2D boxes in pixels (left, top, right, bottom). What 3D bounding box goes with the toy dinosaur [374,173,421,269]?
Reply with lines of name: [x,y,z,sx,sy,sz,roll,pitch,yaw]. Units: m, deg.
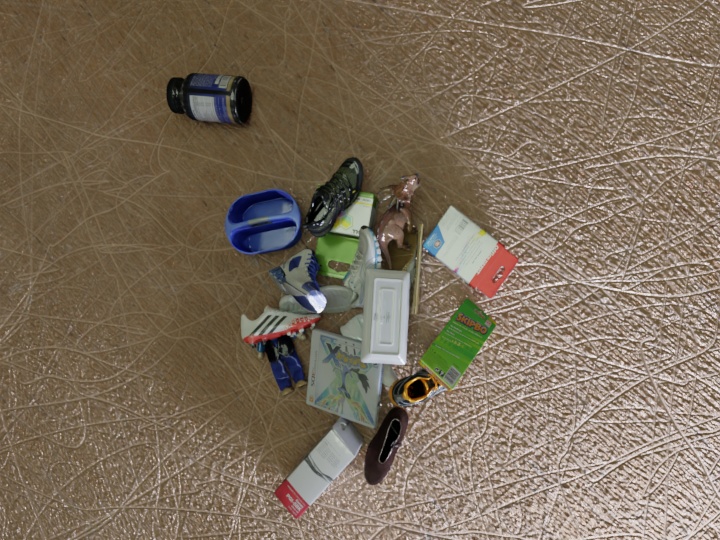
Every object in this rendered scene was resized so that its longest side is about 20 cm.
toy dinosaur: [0.072,-0.115,1.241,0.083,0.136,0.205,15,72,29]

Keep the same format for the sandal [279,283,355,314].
sandal: [-0.103,0.062,1.328,0.194,0.084,0.051,-6,43,4]

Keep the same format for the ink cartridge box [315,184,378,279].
ink cartridge box: [-0.044,-0.087,1.314,0.142,0.076,0.208,9,88,11]

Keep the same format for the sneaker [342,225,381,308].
sneaker: [0.000,0.000,1.250,0.083,0.075,0.208,-10,115,-17]

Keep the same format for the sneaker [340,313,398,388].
sneaker: [0.037,0.191,1.290,0.080,0.070,0.202,-40,81,3]

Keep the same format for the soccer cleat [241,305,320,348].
soccer cleat: [-0.191,0.120,1.303,0.193,0.069,0.088,-15,79,-10]

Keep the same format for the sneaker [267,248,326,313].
sneaker: [-0.131,0.008,1.276,0.115,0.082,0.197,-44,39,-14]

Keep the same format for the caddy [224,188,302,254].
caddy: [-0.233,-0.117,1.334,0.192,0.105,0.147,-11,86,9]

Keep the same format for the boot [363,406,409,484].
boot: [0.048,0.406,1.226,0.070,0.166,0.206,24,91,10]

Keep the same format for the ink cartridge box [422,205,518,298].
ink cartridge box: [0.253,-0.040,1.262,0.198,0.067,0.118,39,95,10]

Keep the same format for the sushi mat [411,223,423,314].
sushi mat: [0.134,-0.005,1.267,0.012,0.096,0.209,4,88,10]

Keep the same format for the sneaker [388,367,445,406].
sneaker: [0.159,0.252,1.240,0.195,0.077,0.080,-27,86,-17]

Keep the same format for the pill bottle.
pill bottle: [-0.381,-0.435,1.375,0.192,0.112,0.117,8,88,11]

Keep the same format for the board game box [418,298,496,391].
board game box: [0.223,0.164,1.240,0.095,0.030,0.201,39,66,8]

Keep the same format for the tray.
tray: [0.057,0.102,1.207,0.103,0.022,0.209,4,85,-6]

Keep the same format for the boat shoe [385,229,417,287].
boat shoe: [0.096,0.006,1.292,0.069,0.069,0.207,7,69,29]

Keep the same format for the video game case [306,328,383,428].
video game case: [-0.038,0.249,1.279,0.194,0.022,0.190,11,101,28]

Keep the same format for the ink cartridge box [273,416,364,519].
ink cartridge box: [-0.090,0.448,1.260,0.083,0.147,0.201,43,95,8]

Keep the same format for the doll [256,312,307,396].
doll: [-0.192,0.194,1.341,0.133,0.048,0.206,-26,79,5]

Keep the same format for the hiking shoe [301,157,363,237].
hiking shoe: [-0.059,-0.167,1.232,0.074,0.101,0.204,32,93,10]
